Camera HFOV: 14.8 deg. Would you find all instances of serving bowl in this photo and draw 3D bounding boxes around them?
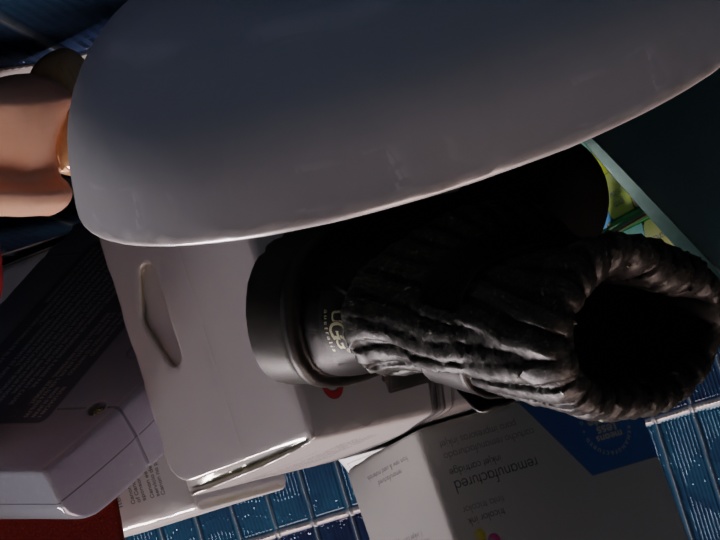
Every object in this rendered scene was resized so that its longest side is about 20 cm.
[{"bbox_3d":[0.006,-0.074,0.778,0.200,0.066,0.200,-16,-165,4],"label":"serving bowl"}]

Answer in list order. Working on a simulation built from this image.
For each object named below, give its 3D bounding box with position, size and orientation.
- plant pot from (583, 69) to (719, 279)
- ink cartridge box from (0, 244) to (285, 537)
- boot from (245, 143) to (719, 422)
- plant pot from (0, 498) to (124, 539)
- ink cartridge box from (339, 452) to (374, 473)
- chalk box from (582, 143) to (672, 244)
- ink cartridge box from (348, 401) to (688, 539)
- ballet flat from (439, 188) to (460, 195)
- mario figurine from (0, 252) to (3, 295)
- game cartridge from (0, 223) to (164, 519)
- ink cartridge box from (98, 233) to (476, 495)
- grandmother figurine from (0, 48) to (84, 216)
[{"bbox_3d":[0.201,-0.048,1.097,0.161,0.201,0.201,-43,171,4],"label":"plant pot"},{"bbox_3d":[-0.155,0.070,1.391,0.200,0.144,0.084,-19,174,31],"label":"ink cartridge box"},{"bbox_3d":[0.076,-0.001,1.058,0.158,0.079,0.211,0,-158,39],"label":"boot"},{"bbox_3d":[-0.213,0.212,1.257,0.200,0.176,0.200,-33,161,34],"label":"plant pot"},{"bbox_3d":[0.025,0.059,1.568,0.162,0.200,0.050,-26,-159,54],"label":"ink cartridge box"},{"bbox_3d":[0.189,-0.041,1.435,0.200,0.124,0.125,-13,174,-23],"label":"chalk box"},{"bbox_3d":[0.087,0.155,1.169,0.116,0.200,0.067,-14,169,-33],"label":"ink cartridge box"},{"bbox_3d":[0.013,-0.060,1.025,0.073,0.073,0.200,-19,174,23],"label":"ballet flat"},{"bbox_3d":[-0.207,0.030,1.086,0.123,0.106,0.200,-14,175,-27],"label":"mario figurine"},{"bbox_3d":[-0.113,0.037,1.199,0.133,0.042,0.200,1,-144,34],"label":"game cartridge"},{"bbox_3d":[0.000,0.000,1.168,0.083,0.147,0.200,-24,172,42],"label":"ink cartridge box"},{"bbox_3d":[-0.162,-0.035,0.850,0.121,0.061,0.200,-32,169,36],"label":"grandmother figurine"}]
